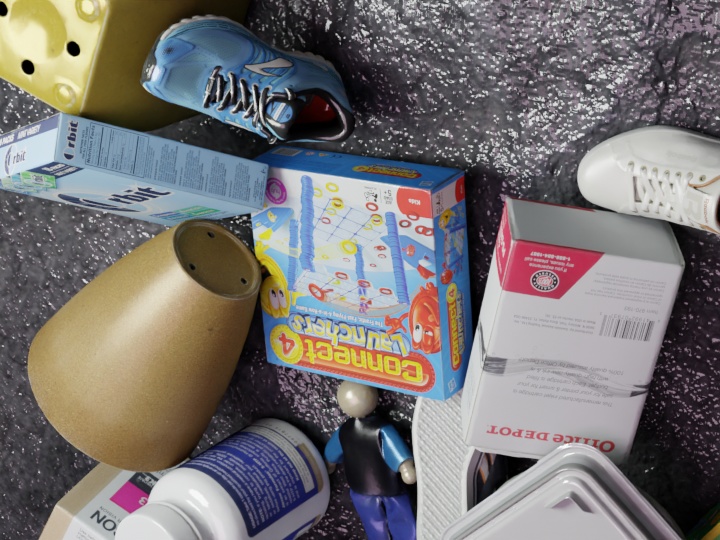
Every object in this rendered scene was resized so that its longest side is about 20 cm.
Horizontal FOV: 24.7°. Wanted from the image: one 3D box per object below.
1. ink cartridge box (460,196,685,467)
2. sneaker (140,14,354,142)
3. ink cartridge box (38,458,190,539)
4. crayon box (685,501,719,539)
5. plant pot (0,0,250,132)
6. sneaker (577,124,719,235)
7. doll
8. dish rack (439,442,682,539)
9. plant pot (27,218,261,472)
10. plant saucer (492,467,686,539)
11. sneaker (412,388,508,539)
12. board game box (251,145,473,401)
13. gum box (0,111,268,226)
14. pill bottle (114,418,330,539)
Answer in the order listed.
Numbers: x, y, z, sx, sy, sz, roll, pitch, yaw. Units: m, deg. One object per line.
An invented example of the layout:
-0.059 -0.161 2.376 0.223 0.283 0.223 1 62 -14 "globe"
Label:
0.172 0.054 1.377 0.144 0.084 0.202 8 119 -6 "ink cartridge box"
-0.085 -0.151 1.361 0.090 0.199 0.079 52 126 47 "sneaker"
-0.192 0.269 1.634 0.199 0.165 0.075 34 124 7 "ink cartridge box"
0.321 0.290 1.455 0.119 0.058 0.200 41 124 4 "crayon box"
-0.223 -0.230 1.399 0.193 0.200 0.197 29 123 11 "plant pot"
0.259 -0.069 1.306 0.198 0.085 0.073 1 115 28 "sneaker"
0.012 0.195 1.567 0.136 0.048 0.202 5 115 48 "doll"
0.170 0.256 1.396 0.172 0.044 0.200 47 124 -4 "dish rack"
-0.178 0.051 1.513 0.186 0.186 0.200 43 124 3 "plant pot"
0.202 0.248 1.438 0.198 0.050 0.202 12 120 22 "plant saucer"
0.094 0.173 1.509 0.078 0.079 0.202 5 90 33 "sneaker"
0.000 0.000 1.462 0.199 0.056 0.198 10 116 33 "board game box"
-0.208 -0.083 1.436 0.169 0.199 0.045 -6 74 55 "gum box"
-0.131 0.230 1.554 0.119 0.199 0.121 15 116 33 "pill bottle"
